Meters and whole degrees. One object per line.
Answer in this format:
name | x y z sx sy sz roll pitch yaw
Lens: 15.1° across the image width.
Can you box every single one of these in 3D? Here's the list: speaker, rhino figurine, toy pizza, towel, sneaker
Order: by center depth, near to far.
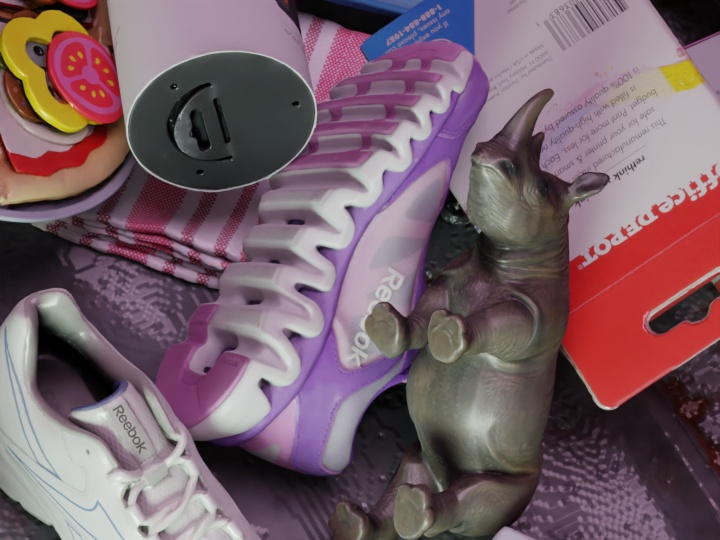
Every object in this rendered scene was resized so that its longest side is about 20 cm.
sneaker | -0.086 0.093 1.054 0.074 0.087 0.200 -35 72 -28
rhino figurine | 0.049 0.022 1.075 0.060 0.201 0.087 28 24 38
toy pizza | -0.164 -0.109 1.108 0.200 0.032 0.201 28 41 -27
sneaker | 0.000 0.000 1.117 0.088 0.080 0.201 39 74 -28
speaker | -0.071 -0.129 1.158 0.081 0.081 0.201 -1 47 -12
towel | -0.104 -0.078 1.188 0.199 0.030 0.147 19 57 1

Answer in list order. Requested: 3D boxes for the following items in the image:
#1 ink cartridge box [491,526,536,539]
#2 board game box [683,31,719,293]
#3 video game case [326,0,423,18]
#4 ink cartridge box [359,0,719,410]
ink cartridge box | 0.079 0.216 1.034 0.162 0.050 0.200 28 55 7
board game box | 0.231 -0.057 1.233 0.199 0.040 0.153 -24 66 -23
video game case | 0.039 -0.212 1.223 0.142 0.018 0.201 11 88 -25
ink cartridge box | 0.102 -0.042 1.159 0.116 0.067 0.201 -33 68 4
